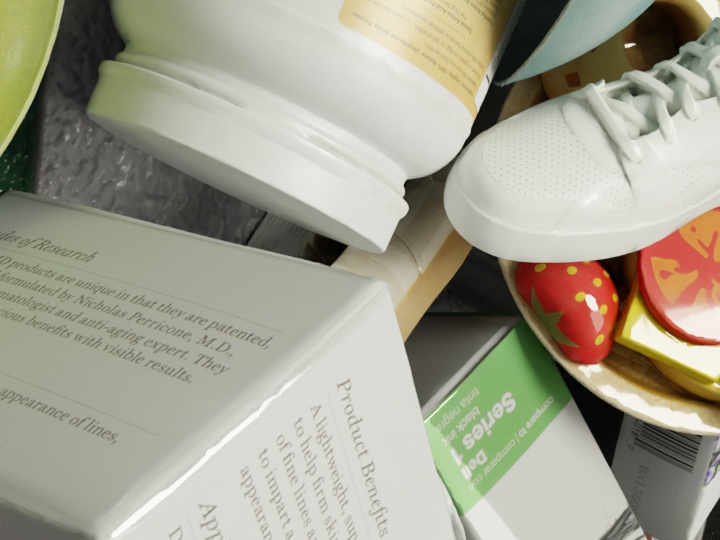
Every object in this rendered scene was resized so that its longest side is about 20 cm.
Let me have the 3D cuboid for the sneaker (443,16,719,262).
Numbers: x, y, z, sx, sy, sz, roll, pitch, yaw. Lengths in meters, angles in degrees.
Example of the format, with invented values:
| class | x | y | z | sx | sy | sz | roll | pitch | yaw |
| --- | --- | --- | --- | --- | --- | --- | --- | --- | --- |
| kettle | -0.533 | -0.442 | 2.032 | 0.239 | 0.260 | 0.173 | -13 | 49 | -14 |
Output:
| class | x | y | z | sx | sy | sz | roll | pitch | yaw |
| --- | --- | --- | --- | --- | --- | --- | --- | --- | --- |
| sneaker | 0.126 | -0.075 | 0.637 | 0.198 | 0.074 | 0.116 | -16 | 145 | -22 |

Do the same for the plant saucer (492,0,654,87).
| class | x | y | z | sx | sy | sz | roll | pitch | yaw |
| --- | --- | --- | --- | --- | --- | --- | --- | --- | --- |
| plant saucer | 0.109 | -0.153 | 0.641 | 0.201 | 0.038 | 0.202 | -90 | -154 | -73 |

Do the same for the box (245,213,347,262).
| class | x | y | z | sx | sy | sz | roll | pitch | yaw |
| --- | --- | --- | --- | --- | --- | --- | --- | --- | --- |
| box | 0.004 | -0.048 | 0.785 | 0.201 | 0.041 | 0.039 | -58 | 145 | -16 |

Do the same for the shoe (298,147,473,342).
| class | x | y | z | sx | sy | sz | roll | pitch | yaw |
| --- | --- | --- | --- | --- | --- | --- | --- | --- | --- |
| shoe | 0.000 | 0.000 | 0.697 | 0.053 | 0.070 | 0.200 | 43 | 41 | -10 |

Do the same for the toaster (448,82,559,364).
| class | x | y | z | sx | sy | sz | roll | pitch | yaw |
| --- | --- | --- | --- | --- | --- | --- | --- | --- | --- |
| toaster | 0.129 | -0.039 | 0.861 | 0.201 | 0.118 | 0.181 | -60 | 158 | -12 |

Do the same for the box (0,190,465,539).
| class | x | y | z | sx | sy | sz | roll | pitch | yaw |
| --- | --- | --- | --- | --- | --- | --- | --- | --- | --- |
| box | -0.077 | 0.100 | 0.593 | 0.130 | 0.199 | 0.201 | -38 | 127 | -36 |

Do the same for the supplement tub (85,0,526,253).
| class | x | y | z | sx | sy | sz | roll | pitch | yaw |
| --- | --- | --- | --- | --- | --- | --- | --- | --- | --- |
| supplement tub | -0.005 | -0.123 | 0.640 | 0.144 | 0.144 | 0.202 | 30 | 84 | -55 |

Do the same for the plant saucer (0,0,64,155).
| class | x | y | z | sx | sy | sz | roll | pitch | yaw |
| --- | --- | --- | --- | --- | --- | --- | --- | --- | --- |
| plant saucer | -0.173 | -0.093 | 0.527 | 0.199 | 0.031 | 0.202 | -31 | 131 | -43 |

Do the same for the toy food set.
| class | x | y | z | sx | sy | sz | roll | pitch | yaw |
| --- | --- | --- | --- | --- | --- | --- | --- | --- | --- |
| toy food set | 0.149 | -0.030 | 0.726 | 0.049 | 0.196 | 0.202 | 134 | -21 | -69 |

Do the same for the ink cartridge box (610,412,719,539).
| class | x | y | z | sx | sy | sz | roll | pitch | yaw |
| --- | --- | --- | --- | --- | --- | --- | --- | --- | --- |
| ink cartridge box | 0.189 | 0.029 | 0.847 | 0.200 | 0.050 | 0.110 | -46 | 153 | -38 |

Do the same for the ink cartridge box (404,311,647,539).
| class | x | y | z | sx | sy | sz | roll | pitch | yaw |
| --- | --- | --- | --- | --- | --- | --- | --- | --- | --- |
| ink cartridge box | 0.047 | 0.121 | 0.784 | 0.084 | 0.145 | 0.201 | -42 | 113 | -31 |

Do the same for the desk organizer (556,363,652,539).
| class | x | y | z | sx | sy | sz | roll | pitch | yaw |
| --- | --- | --- | --- | --- | --- | --- | --- | --- | --- |
| desk organizer | 0.120 | 0.123 | 0.948 | 0.077 | 0.071 | 0.202 | 47 | 46 | -57 |
